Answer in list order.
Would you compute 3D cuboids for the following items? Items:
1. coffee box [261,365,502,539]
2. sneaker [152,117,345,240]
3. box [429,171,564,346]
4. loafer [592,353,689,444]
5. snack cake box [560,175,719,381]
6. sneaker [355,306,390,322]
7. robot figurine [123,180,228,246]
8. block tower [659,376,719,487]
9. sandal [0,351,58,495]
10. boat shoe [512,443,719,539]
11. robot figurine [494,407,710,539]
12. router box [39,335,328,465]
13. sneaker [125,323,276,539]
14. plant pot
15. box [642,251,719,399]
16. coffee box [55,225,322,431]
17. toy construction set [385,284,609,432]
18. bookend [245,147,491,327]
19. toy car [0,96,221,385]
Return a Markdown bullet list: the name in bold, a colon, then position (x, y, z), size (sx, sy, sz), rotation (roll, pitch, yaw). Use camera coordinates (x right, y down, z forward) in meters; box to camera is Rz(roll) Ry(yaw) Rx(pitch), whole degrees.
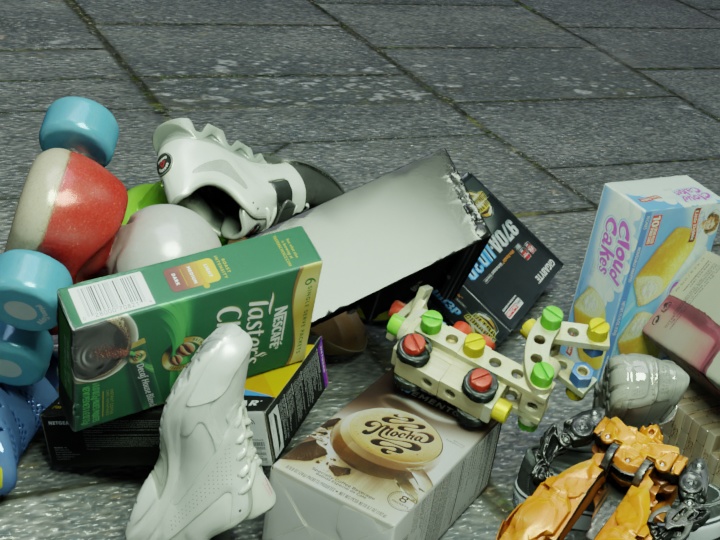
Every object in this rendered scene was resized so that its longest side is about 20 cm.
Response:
- **coffee box**: position (0.023, 0.166, 1.002), size (0.112, 0.081, 0.200), rotation (22, 29, 23)
- **sneaker**: position (-0.094, -0.057, 1.080), size (0.198, 0.074, 0.090), rotation (16, 52, -36)
- **box**: position (0.128, -0.013, 1.354), size (0.159, 0.046, 0.200), rotation (45, 33, 5)
- **loafer**: position (0.242, 0.120, 1.083), size (0.069, 0.071, 0.200), rotation (2, -16, 4)
- **snack cake box**: position (0.287, 0.010, 1.262), size (0.114, 0.202, 0.067), rotation (-7, 31, -29)
- **sneaker**: position (0.006, -0.022, 1.372), size (0.065, 0.079, 0.201), rotation (1, 26, -12)
- **robot figurine**: position (-0.198, 0.002, 1.141), size (0.116, 0.200, 0.175), rotation (49, 34, 11)
- **block tower**: position (0.343, 0.174, 1.124), size (0.057, 0.055, 0.200), rotation (-5, 30, -29)
- **sandal**: position (-0.287, 0.110, 1.016), size (0.086, 0.080, 0.201), rotation (5, 28, -17)
- **boat shoe**: position (0.231, 0.181, 1.056), size (0.196, 0.069, 0.074), rotation (9, 26, -1)
- **robot figurine**: position (0.180, 0.195, 0.952), size (0.144, 0.059, 0.200), rotation (26, 53, 29)
- **router box**: position (-0.142, 0.107, 1.025), size (0.197, 0.052, 0.149), rotation (-3, 19, 17)
- **sneaker**: position (-0.101, 0.134, 0.906), size (0.098, 0.202, 0.078), rotation (21, 24, 3)
- **plant pot**: position (-0.074, 0.015, 1.230), size (0.200, 0.027, 0.200), rotation (42, 14, -13)
- **box**: position (0.374, 0.078, 1.161), size (0.127, 0.109, 0.200), rotation (39, 4, -14)
- **coffee box**: position (-0.128, 0.043, 0.930), size (0.198, 0.124, 0.044), rotation (-15, 52, -26)
- **toy construction set**: position (0.098, 0.065, 1.035), size (0.198, 0.093, 0.131), rotation (17, 47, 29)
- **bookend**: position (0.000, 0.000, 1.144), size (0.198, 0.199, 0.093), rotation (-25, 77, -13)
- **toy car**: position (-0.184, -0.001, 0.986), size (0.198, 0.177, 0.186), rotation (18, 53, -13)
